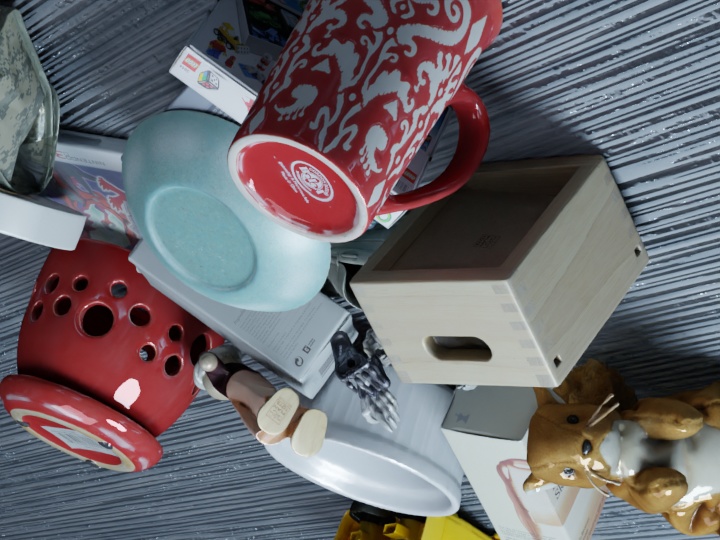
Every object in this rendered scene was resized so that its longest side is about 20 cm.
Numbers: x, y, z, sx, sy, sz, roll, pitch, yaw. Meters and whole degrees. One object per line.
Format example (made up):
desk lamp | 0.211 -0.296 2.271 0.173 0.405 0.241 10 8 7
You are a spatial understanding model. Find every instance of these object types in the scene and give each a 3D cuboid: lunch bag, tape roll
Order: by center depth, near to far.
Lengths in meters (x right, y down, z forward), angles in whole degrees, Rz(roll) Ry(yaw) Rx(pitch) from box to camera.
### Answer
lunch bag | -0.369 -0.159 1.603 0.163 0.118 0.200 19 152 19
tape roll | -0.358 -0.067 1.677 0.202 0.037 0.203 20 -179 0

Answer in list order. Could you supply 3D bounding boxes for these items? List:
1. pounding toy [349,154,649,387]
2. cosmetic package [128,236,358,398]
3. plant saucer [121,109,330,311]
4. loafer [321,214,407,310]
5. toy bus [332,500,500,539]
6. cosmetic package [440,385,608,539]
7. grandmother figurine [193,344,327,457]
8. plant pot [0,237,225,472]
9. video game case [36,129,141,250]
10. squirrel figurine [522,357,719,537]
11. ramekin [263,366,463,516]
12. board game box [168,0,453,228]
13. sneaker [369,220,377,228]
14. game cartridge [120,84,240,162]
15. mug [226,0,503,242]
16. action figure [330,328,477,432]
pounding toy | 0.108 0.009 1.397 0.199 0.184 0.143 -2 126 43
cosmetic package | -0.106 0.024 1.634 0.200 0.081 0.113 36 172 10
plant saucer | -0.119 -0.035 1.444 0.200 0.039 0.202 20 136 20
loafer | 0.000 0.000 1.562 0.070 0.070 0.200 38 154 -20
toy bus | 0.078 0.335 1.977 0.191 0.136 0.200 25 157 -25
cosmetic package | 0.158 0.171 1.656 0.087 0.104 0.200 7 145 32
grandmother figurine | -0.104 0.112 1.634 0.121 0.061 0.200 46 169 -24
plant pot | -0.255 0.089 1.790 0.200 0.183 0.201 21 159 9
video game case | -0.248 -0.062 1.745 0.182 0.023 0.200 11 146 31
squirrel figurine | 0.219 0.149 1.495 0.186 0.142 0.200 3 -176 -14
ramekin | 0.014 0.157 1.733 0.200 0.098 0.201 18 160 7
board game box | -0.033 -0.134 1.331 0.200 0.126 0.035 36 133 -9
sneaker | -0.025 -0.052 1.506 0.086 0.078 0.200 27 151 -1
game cartridge | -0.102 -0.093 1.434 0.133 0.042 0.200 41 140 -10
mug | 0.017 -0.117 1.237 0.177 0.200 0.133 34 149 -8
action figure | 0.039 0.080 1.554 0.102 0.119 0.200 58 -169 9
